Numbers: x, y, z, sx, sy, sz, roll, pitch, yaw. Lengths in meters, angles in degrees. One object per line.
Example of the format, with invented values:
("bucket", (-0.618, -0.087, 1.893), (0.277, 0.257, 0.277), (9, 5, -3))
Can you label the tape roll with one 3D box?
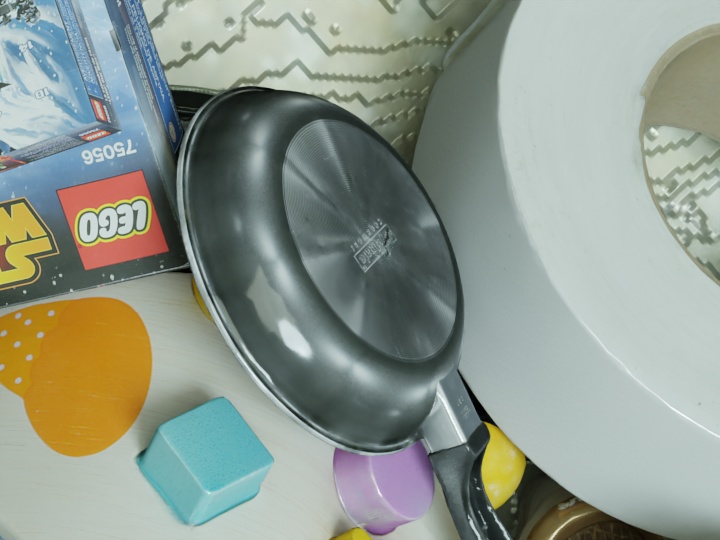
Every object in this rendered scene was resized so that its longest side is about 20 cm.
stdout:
("tape roll", (0.118, -0.018, 0.859), (0.202, 0.071, 0.203), (10, 62, -20))

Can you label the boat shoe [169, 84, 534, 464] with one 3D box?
("boat shoe", (-0.001, 0.002, 0.881), (0.199, 0.066, 0.075), (37, 85, -9))

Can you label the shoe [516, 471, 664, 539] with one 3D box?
("shoe", (0.081, 0.160, 0.907), (0.070, 0.053, 0.201), (-12, 108, -19))

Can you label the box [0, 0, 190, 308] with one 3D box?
("box", (-0.157, -0.048, 0.785), (0.199, 0.040, 0.137), (-12, 112, 12))

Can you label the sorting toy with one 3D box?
("sorting toy", (-0.023, 0.111, 0.783), (0.107, 0.180, 0.200), (-30, 130, 28))

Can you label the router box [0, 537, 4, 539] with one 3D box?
("router box", (-0.113, 0.182, 0.866), (0.150, 0.062, 0.200), (-28, 96, -8))

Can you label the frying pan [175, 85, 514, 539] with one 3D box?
("frying pan", (0.006, 0.031, 0.772), (0.031, 0.115, 0.190), (-29, 76, 32))
